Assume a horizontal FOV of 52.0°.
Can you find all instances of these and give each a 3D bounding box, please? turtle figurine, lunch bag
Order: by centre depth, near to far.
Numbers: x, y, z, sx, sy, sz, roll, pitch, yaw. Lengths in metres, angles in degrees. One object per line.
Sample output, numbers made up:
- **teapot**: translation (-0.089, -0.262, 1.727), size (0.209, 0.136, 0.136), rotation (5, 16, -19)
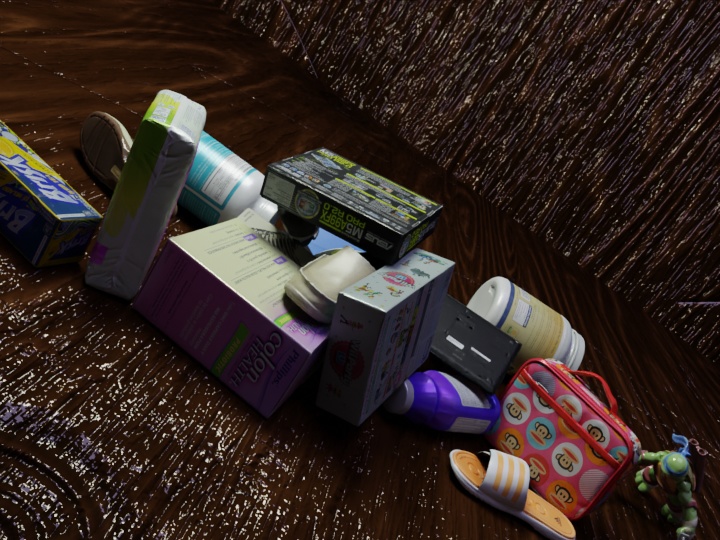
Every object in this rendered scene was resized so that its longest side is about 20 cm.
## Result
- **lunch bag**: translation (0.288, 0.224, 1.036), size (0.200, 0.177, 0.081), rotation (45, 17, 31)
- **turtle figurine**: translation (0.464, 0.362, 1.177), size (0.142, 0.203, 0.194), rotation (12, -18, 27)

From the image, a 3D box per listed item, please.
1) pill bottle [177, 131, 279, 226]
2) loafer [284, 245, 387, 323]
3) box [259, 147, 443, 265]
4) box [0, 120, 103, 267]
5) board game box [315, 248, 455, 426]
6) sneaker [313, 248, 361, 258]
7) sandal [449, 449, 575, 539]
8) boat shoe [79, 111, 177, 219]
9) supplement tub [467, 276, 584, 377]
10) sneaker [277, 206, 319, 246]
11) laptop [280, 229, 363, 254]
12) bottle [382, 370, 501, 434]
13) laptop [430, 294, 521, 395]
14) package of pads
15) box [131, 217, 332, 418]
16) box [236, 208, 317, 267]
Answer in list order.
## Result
- **pill bottle**: translation (-0.214, -0.125, 1.103), size (0.199, 0.112, 0.111), rotation (36, 18, 0)
- **loafer**: translation (-0.023, 0.008, 0.878), size (0.075, 0.069, 0.199), rotation (39, 19, 13)
- **box**: translation (-0.008, -0.090, 0.961), size (0.198, 0.045, 0.160), rotation (28, 25, 14)
- **box**: translation (-0.379, -0.092, 0.806), size (0.199, 0.065, 0.070), rotation (40, 19, 14)
- **board game box**: translation (0.034, 0.072, 0.886), size (0.063, 0.150, 0.199), rotation (22, 25, 21)
- **sneaker**: translation (0.000, 0.000, 1.050), size (0.196, 0.076, 0.085), rotation (-1, -8, 9)
- **sandal**: translation (0.206, 0.275, 0.953), size (0.205, 0.060, 0.079), rotation (32, 18, -11)
- **boat shoe**: translation (-0.322, -0.138, 1.030), size (0.203, 0.075, 0.075), rotation (52, 10, 26)
- **supplement tub**: translation (0.293, 0.120, 1.348), size (0.198, 0.145, 0.145), rotation (32, 19, -9)
- **sneaker**: translation (-0.077, -0.073, 1.082), size (0.074, 0.117, 0.202), rotation (-6, 33, -1)
- **laptop**: translation (-0.084, -0.054, 1.172), size (0.198, 0.104, 0.178), rotation (21, 23, -36)
- **bottle**: translation (0.109, 0.178, 1.009), size (0.198, 0.066, 0.084), rotation (16, 23, -45)
- **laptop**: translation (0.143, 0.110, 1.125), size (0.176, 0.104, 0.200), rotation (33, 40, 12)
- **package of pads**: translation (-0.239, -0.091, 0.835), size (0.067, 0.202, 0.155), rotation (23, 21, -17)
- **box**: translation (-0.128, 0.046, 0.865), size (0.199, 0.097, 0.176), rotation (37, 18, 6)
- **box**: translation (-0.103, 0.010, 1.010), size (0.198, 0.069, 0.082), rotation (35, 39, 0)
